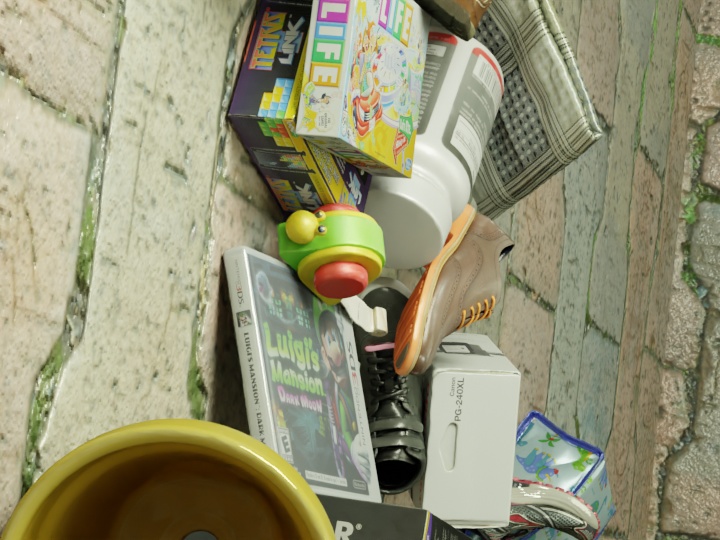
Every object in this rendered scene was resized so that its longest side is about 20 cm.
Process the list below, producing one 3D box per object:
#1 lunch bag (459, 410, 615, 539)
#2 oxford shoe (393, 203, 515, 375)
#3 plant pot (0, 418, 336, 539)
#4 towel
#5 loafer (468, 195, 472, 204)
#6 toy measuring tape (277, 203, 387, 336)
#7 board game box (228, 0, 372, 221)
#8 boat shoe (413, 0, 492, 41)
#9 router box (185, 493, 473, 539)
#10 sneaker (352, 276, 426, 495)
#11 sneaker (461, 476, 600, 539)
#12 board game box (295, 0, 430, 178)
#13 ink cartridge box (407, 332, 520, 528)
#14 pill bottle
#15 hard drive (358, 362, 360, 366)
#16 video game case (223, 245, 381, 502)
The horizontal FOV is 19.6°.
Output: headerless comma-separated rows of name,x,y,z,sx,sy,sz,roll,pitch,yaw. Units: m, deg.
lunch bag,0.181,0.284,2.315,0.200,0.127,0.170,-53,152,-17
oxford shoe,0.083,0.021,1.776,0.071,0.073,0.200,-60,-177,48
plant pot,-0.108,0.184,1.267,0.189,0.200,0.201,-50,145,-88
towel,0.123,-0.168,1.868,0.034,0.193,0.200,-14,76,-32
loafer,0.067,-0.037,1.953,0.200,0.072,0.063,-51,150,-66
toy measuring tape,0.000,0.000,1.628,0.200,0.073,0.074,44,52,-55
board game box,-0.033,-0.139,1.616,0.200,0.057,0.166,64,37,-60
boat shoe,0.079,-0.242,1.723,0.074,0.076,0.200,-51,-172,8
router box,-0.031,0.191,1.470,0.157,0.200,0.052,43,55,-68
sneaker,0.029,0.108,1.819,0.099,0.071,0.200,-99,-173,-58
sneaker,0.155,0.253,2.169,0.081,0.200,0.075,165,-62,-68
board game box,0.005,-0.151,1.582,0.200,0.034,0.135,19,77,-73
ink cartridge box,0.089,0.144,1.932,0.200,0.083,0.146,-124,-143,-80
pill bottle,0.048,-0.105,1.788,0.114,0.114,0.200,77,25,-45
hard drive,-0.044,0.155,1.716,0.132,0.026,0.200,51,48,-66
video game case,-0.041,0.086,1.589,0.200,0.023,0.182,24,54,-66
